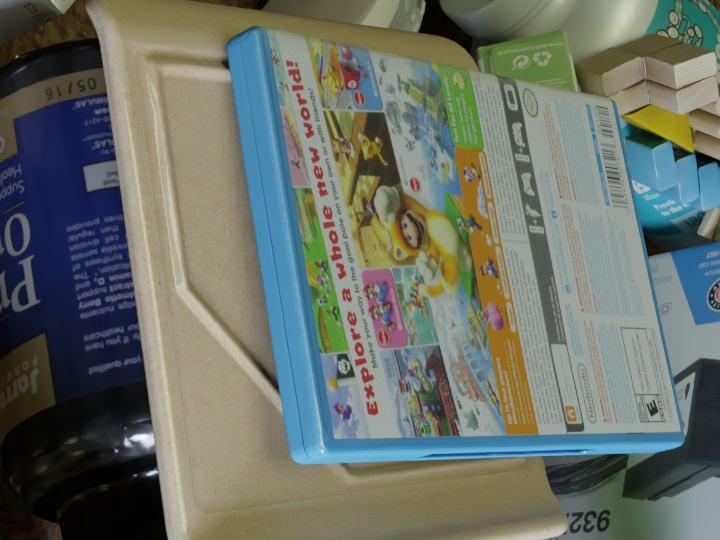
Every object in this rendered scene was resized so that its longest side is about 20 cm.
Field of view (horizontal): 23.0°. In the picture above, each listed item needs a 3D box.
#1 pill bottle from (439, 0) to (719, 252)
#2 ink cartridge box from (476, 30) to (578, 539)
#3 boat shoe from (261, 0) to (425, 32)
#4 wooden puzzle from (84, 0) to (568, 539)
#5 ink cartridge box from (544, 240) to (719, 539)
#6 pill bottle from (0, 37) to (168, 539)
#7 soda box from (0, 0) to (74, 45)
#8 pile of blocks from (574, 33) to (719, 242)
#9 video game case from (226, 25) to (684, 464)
[{"bbox_3d":[0.131,-0.099,0.887,0.199,0.110,0.112,35,61,-30],"label":"pill bottle"},{"bbox_3d":[0.089,0.017,0.785,0.146,0.047,0.202,71,11,-54],"label":"ink cartridge box"},{"bbox_3d":[-0.006,-0.097,0.763,0.200,0.071,0.069,-84,150,-64],"label":"boat shoe"},{"bbox_3d":[-0.011,0.005,0.618,0.184,0.037,0.202,0,73,-47],"label":"wooden puzzle"},{"bbox_3d":[0.163,0.096,0.854,0.083,0.144,0.202,27,65,-33],"label":"ink cartridge box"},{"bbox_3d":[-0.082,0.026,0.649,0.111,0.112,0.202,5,63,-40],"label":"pill bottle"},{"bbox_3d":[-0.106,-0.182,0.724,0.064,0.068,0.201,47,55,-24],"label":"soda box"},{"bbox_3d":[0.187,-0.048,0.829,0.199,0.062,0.083,17,98,-31],"label":"pile of blocks"},{"bbox_3d":[0.041,-0.005,0.636,0.199,0.018,0.145,5,71,-46],"label":"video game case"}]
